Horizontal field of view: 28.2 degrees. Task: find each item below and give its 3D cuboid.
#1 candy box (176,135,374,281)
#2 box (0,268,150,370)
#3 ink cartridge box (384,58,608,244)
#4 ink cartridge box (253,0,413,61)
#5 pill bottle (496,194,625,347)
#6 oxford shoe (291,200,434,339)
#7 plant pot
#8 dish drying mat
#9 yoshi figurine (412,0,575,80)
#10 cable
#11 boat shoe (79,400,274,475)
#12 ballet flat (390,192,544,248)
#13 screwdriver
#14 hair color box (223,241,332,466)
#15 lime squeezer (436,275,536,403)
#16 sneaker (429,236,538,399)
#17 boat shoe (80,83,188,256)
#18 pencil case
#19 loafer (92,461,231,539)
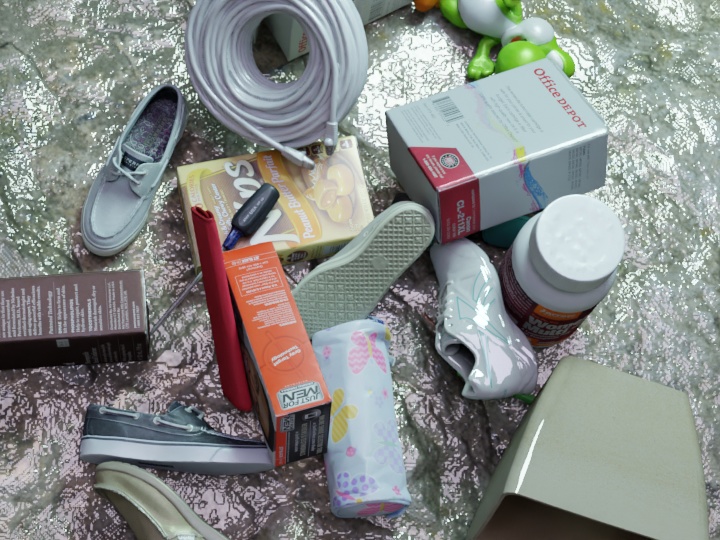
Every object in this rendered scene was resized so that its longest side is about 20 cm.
[{"bbox_3d":[-0.090,-0.067,1.542,0.198,0.055,0.116,-11,74,-11],"label":"candy box"},{"bbox_3d":[-0.315,0.052,1.451,0.198,0.100,0.076,-3,71,-7],"label":"box"},{"bbox_3d":[0.145,-0.129,1.528,0.198,0.083,0.146,-19,45,-12],"label":"ink cartridge box"},{"bbox_3d":[-0.044,-0.341,1.603,0.199,0.129,0.126,-27,76,-15],"label":"ink cartridge box"},{"bbox_3d":[0.202,0.001,1.477,0.108,0.200,0.111,2,71,-6],"label":"pill bottle"},{"bbox_3d":[0.000,0.000,1.506,0.200,0.058,0.075,-42,102,15],"label":"oxford shoe"},{"bbox_3d":[0.231,0.204,1.423,0.198,0.200,0.178,17,60,-1],"label":"plant pot"},{"bbox_3d":[-0.139,0.038,1.440,0.018,0.077,0.202,-13,106,-16],"label":"dish drying mat"},{"bbox_3d":[0.152,-0.272,1.622,0.200,0.112,0.112,41,85,6],"label":"yoshi figurine"},{"bbox_3d":[-0.085,-0.229,1.498,0.199,0.069,0.201,25,113,12],"label":"cable"},{"bbox_3d":[-0.182,0.166,1.448,0.198,0.072,0.068,4,72,2],"label":"boat shoe"},{"bbox_3d":[0.127,-0.064,1.565,0.198,0.068,0.069,2,58,-6],"label":"ballet flat"},{"bbox_3d":[-0.149,-0.009,1.481,0.029,0.028,0.201,40,79,-25],"label":"screwdriver"},{"bbox_3d":[-0.088,0.082,1.439,0.061,0.102,0.201,-14,55,-14],"label":"hair color box"},{"bbox_3d":[0.128,0.094,1.531,0.200,0.038,0.070,49,42,11],"label":"lime squeezer"},{"bbox_3d":[0.110,0.045,1.484,0.080,0.071,0.201,-13,58,-21],"label":"sneaker"},{"bbox_3d":[-0.244,-0.114,1.531,0.070,0.072,0.202,23,70,2],"label":"boat shoe"},{"bbox_3d":[0.001,0.152,1.465,0.083,0.090,0.202,-19,67,32],"label":"pencil case"},{"bbox_3d":[-0.189,0.263,1.407,0.199,0.076,0.068,35,65,5],"label":"loafer"}]
